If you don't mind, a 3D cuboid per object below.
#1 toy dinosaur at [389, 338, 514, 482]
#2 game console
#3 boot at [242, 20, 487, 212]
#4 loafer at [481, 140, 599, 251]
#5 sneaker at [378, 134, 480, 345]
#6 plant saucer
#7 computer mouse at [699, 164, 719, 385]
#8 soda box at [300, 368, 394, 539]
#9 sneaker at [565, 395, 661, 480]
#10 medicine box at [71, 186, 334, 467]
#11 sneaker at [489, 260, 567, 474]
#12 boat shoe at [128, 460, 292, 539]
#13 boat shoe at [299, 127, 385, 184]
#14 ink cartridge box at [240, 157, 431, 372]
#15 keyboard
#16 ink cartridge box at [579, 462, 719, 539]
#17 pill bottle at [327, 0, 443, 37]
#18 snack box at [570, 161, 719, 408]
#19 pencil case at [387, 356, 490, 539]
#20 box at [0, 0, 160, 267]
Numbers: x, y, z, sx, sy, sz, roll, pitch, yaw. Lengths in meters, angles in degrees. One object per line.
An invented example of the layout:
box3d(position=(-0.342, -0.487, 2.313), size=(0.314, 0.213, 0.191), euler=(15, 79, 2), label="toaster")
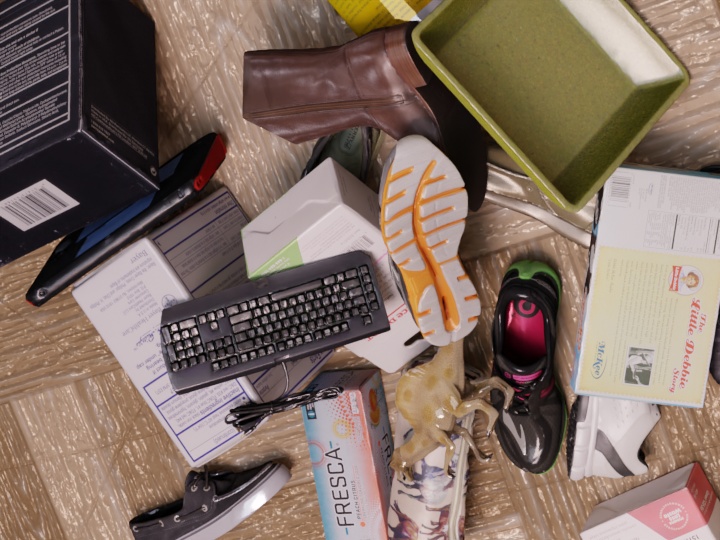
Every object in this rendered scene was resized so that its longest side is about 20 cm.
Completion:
box3d(position=(0.081, 0.109, 1.584), size=(0.100, 0.058, 0.202), euler=(21, 103, 16), label="toy dinosaur")
box3d(position=(-0.214, -0.051, 1.649), size=(0.199, 0.177, 0.031), euler=(-34, 100, 14), label="game console")
box3d(position=(-0.002, -0.123, 1.560), size=(0.198, 0.064, 0.188), euler=(-8, 116, 36), label="boot")
box3d(position=(0.157, -0.084, 1.580), size=(0.198, 0.076, 0.068), euler=(26, 109, 5), label="loafer")
box3d(position=(0.049, -0.031, 1.523), size=(0.077, 0.077, 0.202), euler=(-18, 127, -12), label="sneaker")
box3d(position=(0.154, -0.170, 1.502), size=(0.200, 0.200, 0.048), euler=(46, 148, -4), label="plant saucer")
box3d(position=(0.363, 0.004, 1.546), size=(0.139, 0.046, 0.203), euler=(-5, 95, 29), label="computer mouse")
box3d(position=(-0.003, 0.200, 1.728), size=(0.068, 0.064, 0.202), euler=(-4, 104, 21), label="soda box")
box3d(position=(0.235, 0.097, 1.616), size=(0.079, 0.074, 0.202), euler=(6, 113, 2), label="sneaker")
box3d(position=(-0.141, 0.049, 1.664), size=(0.102, 0.182, 0.201), euler=(-32, 94, 26), label="medicine box")
box3d(position=(0.146, 0.094, 1.630), size=(0.076, 0.084, 0.202), euler=(0, 106, 20), label="sneaker")
box3d(position=(-0.157, 0.232, 1.795), size=(0.199, 0.070, 0.067), euler=(-33, 95, 33), label="boat shoe")
box3d(position=(-0.030, -0.068, 1.652), size=(0.071, 0.066, 0.203), euler=(24, 113, 11), label="boat shoe")
box3d(position=(0.000, 0.000, 1.627), size=(0.117, 0.068, 0.200), euler=(-37, 130, 20), label="ink cartridge box")
box3d(position=(-0.070, 0.069, 1.556), size=(0.198, 0.021, 0.129), euler=(-17, 93, -2), label="keyboard")
box3d(position=(0.303, 0.295, 1.645), size=(0.116, 0.067, 0.201), euler=(-28, 96, 25), label="ink cartridge box")
box3d(position=(0.027, -0.248, 1.554), size=(0.104, 0.104, 0.200), euler=(-40, 90, 25), label="pill bottle")
box3d(position=(0.251, 0.013, 1.535), size=(0.115, 0.037, 0.203), euler=(7, 101, -2), label="snack box")
box3d(position=(0.070, 0.185, 1.668), size=(0.089, 0.077, 0.203), euler=(16, 104, 55), label="pencil case")
box3d(position=(-0.294, -0.143, 1.642), size=(0.198, 0.123, 0.200), euler=(-22, 55, 24), label="box")
